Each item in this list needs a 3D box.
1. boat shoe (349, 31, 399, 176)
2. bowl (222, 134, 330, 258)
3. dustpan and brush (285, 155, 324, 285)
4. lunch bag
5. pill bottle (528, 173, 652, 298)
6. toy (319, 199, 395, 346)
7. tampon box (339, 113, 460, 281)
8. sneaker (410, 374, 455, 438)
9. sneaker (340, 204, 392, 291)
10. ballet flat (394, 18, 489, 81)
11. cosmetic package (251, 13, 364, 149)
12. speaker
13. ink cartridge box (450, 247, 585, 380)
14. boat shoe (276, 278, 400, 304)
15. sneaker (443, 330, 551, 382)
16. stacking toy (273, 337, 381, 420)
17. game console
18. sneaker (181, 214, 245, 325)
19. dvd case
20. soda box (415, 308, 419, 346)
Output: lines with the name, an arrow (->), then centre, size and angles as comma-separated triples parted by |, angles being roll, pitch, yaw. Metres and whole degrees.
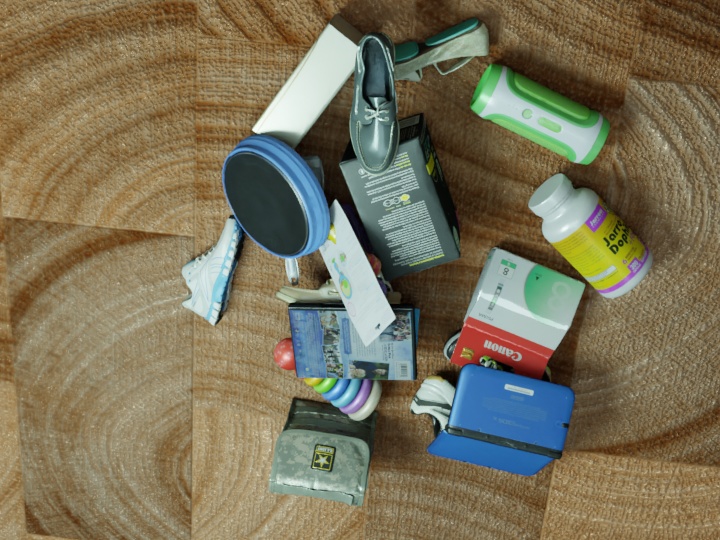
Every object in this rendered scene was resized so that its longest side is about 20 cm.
boat shoe -> 0.017, -0.233, 1.342 | 0.072, 0.062, 0.201 | 2, 96, 9
bowl -> -0.133, -0.108, 1.456 | 0.200, 0.039, 0.201 | 29, 138, 29
dustpan and brush -> -0.118, -0.076, 1.556 | 0.139, 0.057, 0.201 | -5, 112, 7
lunch bag -> -0.061, 0.319, 1.645 | 0.163, 0.200, 0.118 | 8, 114, 2
pill bottle -> 0.356, -0.057, 1.498 | 0.200, 0.104, 0.104 | 43, 110, -13
toy -> 0.000, 0.000, 1.444 | 0.201, 0.047, 0.115 | 61, 149, 13
tampon box -> 0.068, -0.114, 1.475 | 0.126, 0.150, 0.201 | -17, 111, 13
sneaker -> 0.171, 0.272, 1.659 | 0.200, 0.076, 0.088 | 40, 78, -3
sneaker -> 0.007, -0.024, 1.564 | 0.080, 0.084, 0.200 | -5, 129, 28
ballet flat -> 0.098, -0.315, 1.435 | 0.199, 0.068, 0.063 | -16, 120, 12
cosmetic package -> -0.072, -0.279, 1.444 | 0.073, 0.104, 0.200 | 36, 111, -9
speaker -> 0.269, -0.235, 1.440 | 0.199, 0.089, 0.089 | 25, 113, -5
ink cartridge box -> 0.254, 0.084, 1.557 | 0.160, 0.050, 0.201 | 22, 85, -5
boat shoe -> -0.035, 0.043, 1.541 | 0.199, 0.072, 0.065 | 11, 86, 6
sneaker -> 0.237, 0.160, 1.613 | 0.199, 0.083, 0.072 | 18, 113, -3
stacking toy -> -0.063, 0.177, 1.623 | 0.200, 0.086, 0.085 | 32, 113, -24
game console -> 0.231, 0.252, 1.594 | 0.199, 0.118, 0.172 | 14, 88, -9
sneaker -> -0.251, -0.006, 1.594 | 0.086, 0.075, 0.201 | 21, 113, 2
dvd case -> -0.011, 0.113, 1.520 | 0.199, 0.018, 0.143 | 1, 123, 8
soda box -> -0.002, 0.092, 1.604 | 0.199, 0.064, 0.068 | 5, 80, 4
